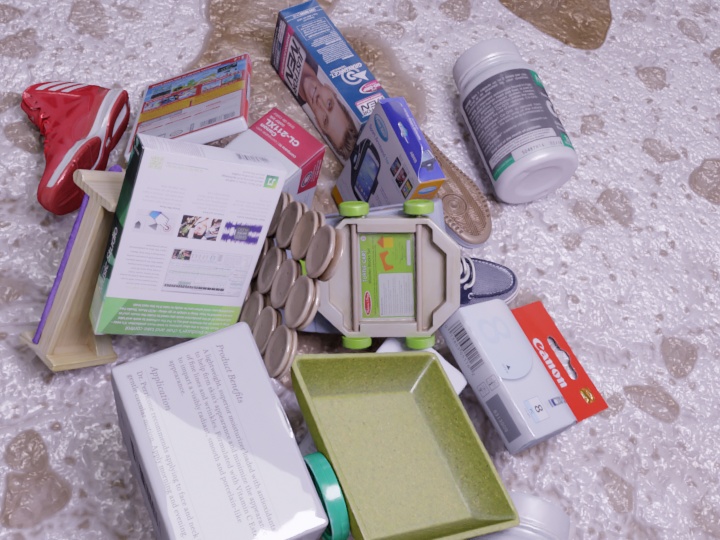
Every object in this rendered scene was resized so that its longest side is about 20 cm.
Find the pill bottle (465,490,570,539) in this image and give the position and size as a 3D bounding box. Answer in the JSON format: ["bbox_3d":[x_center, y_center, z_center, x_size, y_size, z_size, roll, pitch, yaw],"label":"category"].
[{"bbox_3d":[0.142,0.329,0.844,0.112,0.113,0.201,21,58,-1],"label":"pill bottle"}]

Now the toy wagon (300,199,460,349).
[{"bbox_3d":[0.006,0.004,0.915,0.198,0.040,0.157,0,103,3],"label":"toy wagon"}]

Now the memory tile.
[{"bbox_3d":[-0.077,0.008,0.845,0.017,0.200,0.154,19,98,-26],"label":"memory tile"}]

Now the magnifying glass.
[{"bbox_3d":[-0.046,0.216,0.810,0.022,0.200,0.080,-17,78,-17],"label":"magnifying glass"}]

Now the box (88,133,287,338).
[{"bbox_3d":[-0.167,-0.024,0.832,0.143,0.201,0.036,6,28,-32],"label":"box"}]

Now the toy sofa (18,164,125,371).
[{"bbox_3d":[-0.277,-0.006,0.877,0.097,0.201,0.083,36,22,27],"label":"toy sofa"}]

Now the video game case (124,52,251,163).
[{"bbox_3d":[-0.200,-0.196,1.031,0.142,0.018,0.201,-17,35,6],"label":"video game case"}]

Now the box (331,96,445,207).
[{"bbox_3d":[0.032,-0.106,1.011,0.041,0.200,0.120,-11,64,-30],"label":"box"}]

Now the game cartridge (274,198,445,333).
[{"bbox_3d":[0.000,0.000,0.953,0.198,0.042,0.134,-9,100,4],"label":"game cartridge"}]

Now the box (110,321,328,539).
[{"bbox_3d":[-0.136,0.190,0.805,0.130,0.200,0.200,-18,66,-20],"label":"box"}]

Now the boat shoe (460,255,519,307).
[{"bbox_3d":[0.109,0.006,1.030,0.198,0.093,0.075,-4,62,-15],"label":"boat shoe"}]

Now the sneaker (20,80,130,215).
[{"bbox_3d":[-0.362,-0.151,1.026,0.115,0.079,0.201,14,46,4],"label":"sneaker"}]

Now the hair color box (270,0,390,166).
[{"bbox_3d":[-0.039,-0.244,1.131,0.060,0.100,0.201,-26,70,-25],"label":"hair color box"}]

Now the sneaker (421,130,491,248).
[{"bbox_3d":[0.081,-0.083,1.059,0.070,0.109,0.201,-21,61,-28],"label":"sneaker"}]

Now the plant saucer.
[{"bbox_3d":[0.033,0.174,0.819,0.199,0.048,0.201,4,49,-42],"label":"plant saucer"}]

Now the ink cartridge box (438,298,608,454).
[{"bbox_3d":[0.201,0.105,0.985,0.199,0.047,0.161,-11,63,-42],"label":"ink cartridge box"}]

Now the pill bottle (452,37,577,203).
[{"bbox_3d":[0.200,-0.201,1.148,0.112,0.113,0.201,-11,65,-19],"label":"pill bottle"}]

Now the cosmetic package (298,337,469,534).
[{"bbox_3d":[0.017,0.168,0.929,0.101,0.071,0.200,38,60,9],"label":"cosmetic package"}]

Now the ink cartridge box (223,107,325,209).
[{"bbox_3d":[-0.141,-0.066,0.978,0.083,0.146,0.200,39,59,10],"label":"ink cartridge box"}]
